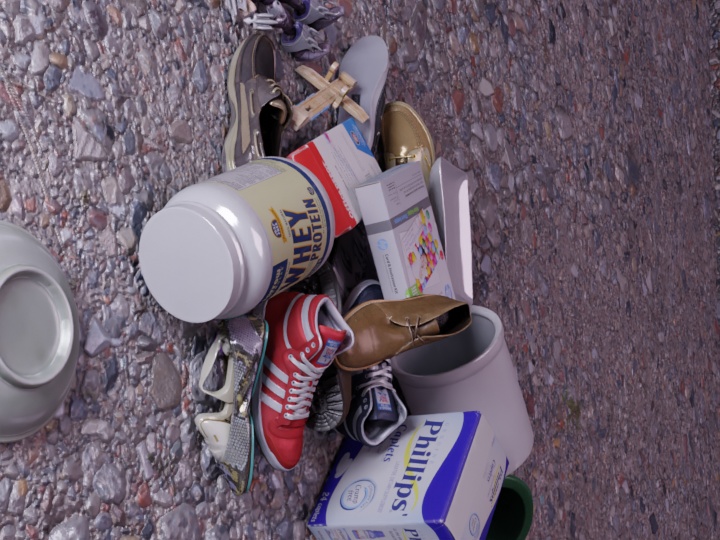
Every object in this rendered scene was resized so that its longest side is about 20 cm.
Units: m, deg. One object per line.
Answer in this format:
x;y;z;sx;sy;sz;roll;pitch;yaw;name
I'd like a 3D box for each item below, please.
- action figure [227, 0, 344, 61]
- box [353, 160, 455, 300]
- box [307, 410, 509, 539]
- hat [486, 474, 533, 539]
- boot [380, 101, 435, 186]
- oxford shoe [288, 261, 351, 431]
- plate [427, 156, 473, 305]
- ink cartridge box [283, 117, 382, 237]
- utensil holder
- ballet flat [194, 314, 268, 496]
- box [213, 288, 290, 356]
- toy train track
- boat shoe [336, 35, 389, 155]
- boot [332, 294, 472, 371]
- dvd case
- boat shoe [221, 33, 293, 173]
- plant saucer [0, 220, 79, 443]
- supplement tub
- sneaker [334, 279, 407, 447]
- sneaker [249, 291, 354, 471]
-0.105;-0.342;1.534;0.199;0.069;0.132;30;63;-51;action figure
0.060;-0.027;1.578;0.156;0.041;0.203;-32;109;-64;box
0.062;0.280;1.546;0.106;0.197;0.185;61;36;-30;box
0.154;0.343;1.873;0.199;0.176;0.167;-37;124;-15;hat
0.057;-0.124;1.750;0.156;0.072;0.203;-57;138;-57;boot
-0.048;0.088;1.468;0.084;0.071;0.204;17;71;-75;oxford shoe
0.128;-0.051;1.782;0.199;0.032;0.204;9;77;-75;plate
-0.042;-0.107;1.544;0.117;0.067;0.200;61;28;-6;ink cartridge box
0.148;0.179;1.754;0.171;0.168;0.202;-58;133;-48;utensil holder
-0.147;0.146;1.349;0.072;0.071;0.204;-4;102;-60;ballet flat
-0.096;0.058;1.482;0.138;0.039;0.202;58;38;-35;box
-0.045;-0.225;1.571;0.114;0.033;0.200;38;32;3;toy train track
0.002;-0.231;1.705;0.057;0.067;0.203;66;30;-60;boat shoe
0.049;0.067;1.448;0.198;0.075;0.075;-18;100;-39;boot
0.000;0.000;1.645;0.201;0.016;0.150;-79;148;-50;dvd case
-0.114;-0.191;1.475;0.074;0.072;0.203;27;61;-55;boat shoe
-0.311;0.052;1.103;0.199;0.050;0.204;19;68;-57;plant saucer
-0.132;-0.034;1.335;0.199;0.143;0.147;-31;110;-56;supplement tub
0.017;0.120;1.533;0.069;0.108;0.203;6;101;-31;sneaker
-0.063;0.123;1.376;0.071;0.111;0.204;-4;89;-56;sneaker
